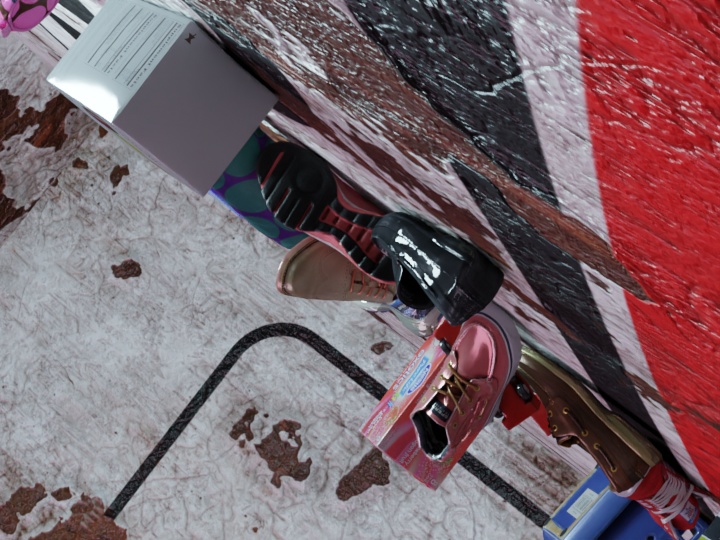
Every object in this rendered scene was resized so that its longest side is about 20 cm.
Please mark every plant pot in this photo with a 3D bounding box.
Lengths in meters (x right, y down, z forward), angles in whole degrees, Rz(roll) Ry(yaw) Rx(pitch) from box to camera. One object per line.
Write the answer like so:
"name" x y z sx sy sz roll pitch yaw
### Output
"plant pot" 0.382 0.389 2.058 0.180 0.200 0.200 44 177 -2

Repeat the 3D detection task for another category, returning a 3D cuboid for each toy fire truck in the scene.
"toy fire truck" 0.169 0.116 1.650 0.200 0.049 0.141 52 -160 -3

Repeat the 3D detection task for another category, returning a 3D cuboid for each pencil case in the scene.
"pencil case" -0.108 -0.103 1.488 0.085 0.093 0.200 -12 145 30
"pencil case" -0.427 -0.344 1.558 0.200 0.094 0.091 38 177 12

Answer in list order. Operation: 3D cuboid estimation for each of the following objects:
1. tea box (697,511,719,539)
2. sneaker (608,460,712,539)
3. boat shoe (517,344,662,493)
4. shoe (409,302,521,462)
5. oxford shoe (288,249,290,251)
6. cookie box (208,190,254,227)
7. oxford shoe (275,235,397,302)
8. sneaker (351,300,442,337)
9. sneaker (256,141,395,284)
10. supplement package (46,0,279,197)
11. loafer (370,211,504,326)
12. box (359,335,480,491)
"tea box" 0.350 0.301 1.160 0.133 0.197 0.200 39 176 -15
"sneaker" 0.346 0.255 1.635 0.112 0.071 0.200 41 -175 11
"boat shoe" 0.229 0.157 1.537 0.200 0.068 0.072 41 -179 22
"shoe" 0.110 0.124 1.515 0.071 0.091 0.201 35 144 21
"oxford shoe" -0.102 -0.053 2.341 0.200 0.058 0.075 39 179 8
"cookie box" -0.213 -0.157 1.952 0.200 0.075 0.171 35 176 39
"oxford shoe" 0.000 0.000 1.469 0.199 0.071 0.074 -10 -150 -44
"sneaker" 0.031 0.007 1.752 0.200 0.077 0.085 22 156 50
"sneaker" -0.023 -0.050 1.426 0.200 0.074 0.087 39 -179 10
"supplement package" -0.179 -0.161 1.263 0.114 0.110 0.200 39 176 -32
"loafer" 0.054 -0.002 1.269 0.068 0.070 0.200 40 176 -27
"box" 0.104 0.157 1.764 0.103 0.200 0.095 39 177 -15
